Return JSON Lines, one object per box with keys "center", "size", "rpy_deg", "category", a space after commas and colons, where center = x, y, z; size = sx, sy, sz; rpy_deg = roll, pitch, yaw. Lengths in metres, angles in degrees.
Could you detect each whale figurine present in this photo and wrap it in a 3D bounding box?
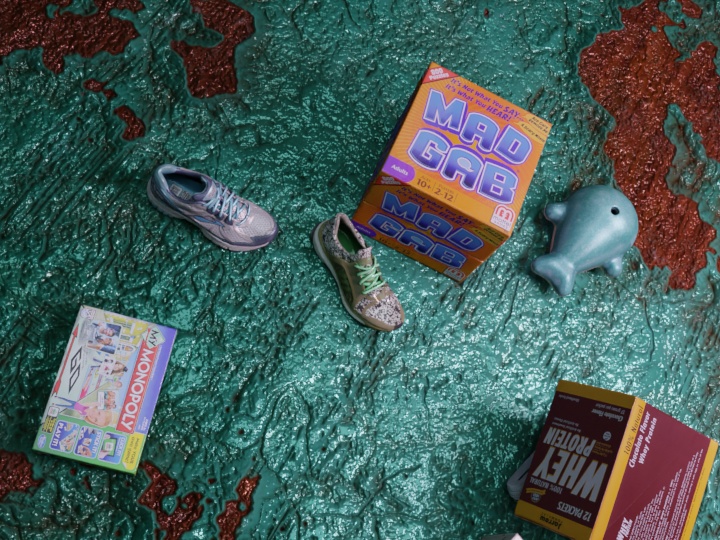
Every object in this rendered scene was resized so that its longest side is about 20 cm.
{"center": [0.358, -0.052, 1.373], "size": [0.159, 0.104, 0.200], "rpy_deg": [45, 66, 3], "category": "whale figurine"}

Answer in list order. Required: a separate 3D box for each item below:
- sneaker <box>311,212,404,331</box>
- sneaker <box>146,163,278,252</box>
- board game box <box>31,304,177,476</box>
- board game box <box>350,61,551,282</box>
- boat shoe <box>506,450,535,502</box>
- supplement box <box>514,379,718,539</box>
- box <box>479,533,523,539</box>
{"center": [0.000, 0.000, 1.267], "size": [0.077, 0.089, 0.200], "rpy_deg": [-33, 82, -23], "category": "sneaker"}
{"center": [-0.212, -0.091, 1.244], "size": [0.199, 0.086, 0.078], "rpy_deg": [21, 68, -6], "category": "sneaker"}
{"center": [-0.336, 0.158, 1.155], "size": [0.134, 0.029, 0.201], "rpy_deg": [15, 68, -8], "category": "board game box"}
{"center": [0.128, -0.139, 1.290], "size": [0.199, 0.200, 0.201], "rpy_deg": [26, 67, -4], "category": "board game box"}
{"center": [0.295, 0.283, 1.265], "size": [0.200, 0.072, 0.071], "rpy_deg": [-33, 103, -22], "category": "boat shoe"}
{"center": [0.347, 0.281, 1.176], "size": [0.200, 0.133, 0.198], "rpy_deg": [28, 78, -32], "category": "supplement box"}
{"center": [0.210, 0.459, 1.140], "size": [0.109, 0.128, 0.200], "rpy_deg": [-37, 83, -22], "category": "box"}
